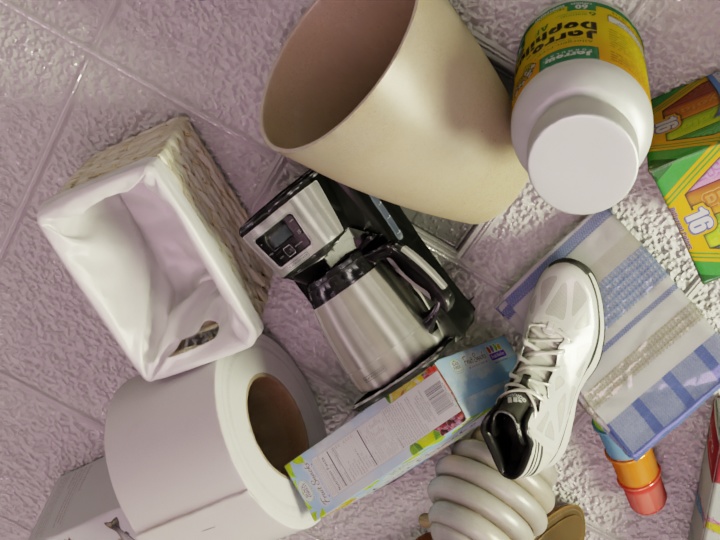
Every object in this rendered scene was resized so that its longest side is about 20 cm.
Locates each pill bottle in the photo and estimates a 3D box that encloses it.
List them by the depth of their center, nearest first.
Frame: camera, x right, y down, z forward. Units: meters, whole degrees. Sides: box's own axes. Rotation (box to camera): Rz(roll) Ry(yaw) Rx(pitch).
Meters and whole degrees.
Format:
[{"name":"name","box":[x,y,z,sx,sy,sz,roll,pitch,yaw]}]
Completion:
[{"name":"pill bottle","box":[0.175,-0.130,1.037,0.111,0.201,0.114,4,123,7]}]

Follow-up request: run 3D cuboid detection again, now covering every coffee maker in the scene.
[{"name":"coffee maker","box":[0.000,0.000,1.185,0.134,0.192,0.201,-34,91,9]}]

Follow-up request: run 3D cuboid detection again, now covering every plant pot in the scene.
[{"name":"plant pot","box":[0.048,-0.128,1.089,0.187,0.189,0.199,-36,127,27]}]

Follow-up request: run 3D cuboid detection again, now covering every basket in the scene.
[{"name":"basket","box":[-0.181,-0.023,1.211,0.134,0.124,0.202,-20,116,21]}]

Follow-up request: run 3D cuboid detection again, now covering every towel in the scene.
[{"name":"towel","box":[0.235,0.057,1.195,0.147,0.024,0.201,-45,78,22]}]

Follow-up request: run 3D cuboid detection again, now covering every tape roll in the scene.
[{"name":"tape roll","box":[-0.136,0.176,1.281,0.138,0.204,0.204,-24,116,22]}]

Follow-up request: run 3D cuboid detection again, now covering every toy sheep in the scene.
[{"name":"toy sheep","box":[0.125,0.229,1.290,0.136,0.202,0.138,25,161,10]}]

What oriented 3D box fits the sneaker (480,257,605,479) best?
[{"name":"sneaker","box":[0.163,0.093,1.155,0.075,0.115,0.204,14,102,21]}]

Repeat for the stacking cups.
[{"name":"stacking cups","box":[0.264,0.158,1.291,0.060,0.061,0.202,-18,120,19]}]

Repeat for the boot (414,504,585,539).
[{"name":"boot","box":[0.133,0.305,1.381,0.154,0.200,0.077,3,127,53]}]

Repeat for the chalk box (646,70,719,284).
[{"name":"chalk box","box":[0.348,-0.101,1.073,0.198,0.125,0.125,-23,116,21]}]

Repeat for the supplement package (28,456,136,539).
[{"name":"supplement package","box":[-0.238,0.267,1.406,0.198,0.118,0.118,-26,114,23]}]

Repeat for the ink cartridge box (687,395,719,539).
[{"name":"ink cartridge box","box":[0.411,0.235,1.297,0.143,0.083,0.203,5,123,6]}]

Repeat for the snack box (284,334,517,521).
[{"name":"snack box","box":[0.049,0.150,1.251,0.199,0.168,0.068,-39,77,26]}]
